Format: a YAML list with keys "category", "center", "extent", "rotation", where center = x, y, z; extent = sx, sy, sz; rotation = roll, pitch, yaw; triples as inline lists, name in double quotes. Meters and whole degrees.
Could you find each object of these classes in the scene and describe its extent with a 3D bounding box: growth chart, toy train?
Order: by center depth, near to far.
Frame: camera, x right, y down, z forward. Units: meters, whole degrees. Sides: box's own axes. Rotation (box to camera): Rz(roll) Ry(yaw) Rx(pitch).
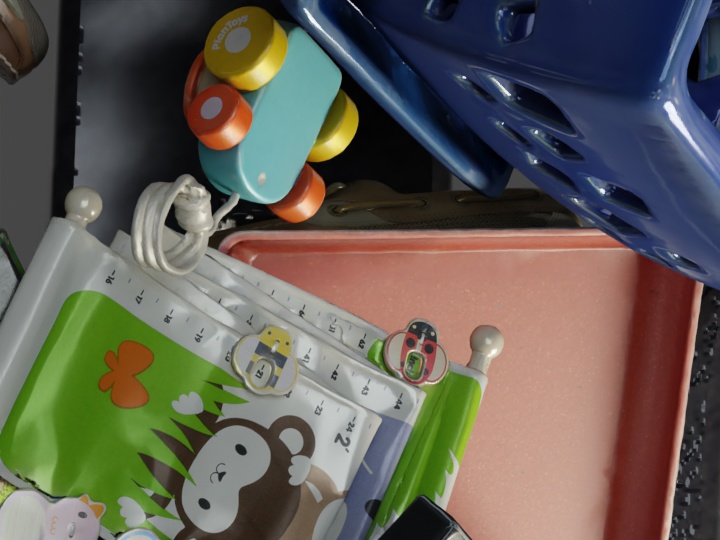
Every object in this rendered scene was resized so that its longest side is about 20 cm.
- category: "toy train"
  center: [-0.057, -0.107, 0.801]
  extent: [0.150, 0.055, 0.202]
  rotation: [-19, 117, -49]
- category: "growth chart"
  center: [-0.048, 0.058, 0.819]
  extent: [0.199, 0.018, 0.146]
  rotation: [21, 71, -21]

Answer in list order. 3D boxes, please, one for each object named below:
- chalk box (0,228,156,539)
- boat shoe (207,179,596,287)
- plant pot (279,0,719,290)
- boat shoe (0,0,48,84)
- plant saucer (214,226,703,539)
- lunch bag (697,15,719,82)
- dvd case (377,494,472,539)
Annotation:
- category: "chalk box"
  center: [-0.169, 0.067, 0.851]
  extent: [0.124, 0.124, 0.201]
  rotation: [-26, 88, -16]
- category: "boat shoe"
  center: [0.000, 0.000, 0.940]
  extent: [0.198, 0.072, 0.065]
  rotation: [-1, 47, -13]
- category: "plant pot"
  center: [0.093, -0.121, 0.801]
  extent: [0.179, 0.200, 0.201]
  rotation: [14, 76, 32]
- category: "boat shoe"
  center: [-0.216, -0.131, 0.899]
  extent: [0.199, 0.076, 0.072]
  rotation: [35, 79, 3]
- category: "plant saucer"
  center: [0.032, 0.072, 0.909]
  extent: [0.198, 0.037, 0.201]
  rotation: [-1, 111, -14]
- category: "lunch bag"
  center: [0.195, -0.084, 0.952]
  extent: [0.082, 0.161, 0.202]
  rotation: [-2, 83, 24]
- category: "dvd case"
  center: [0.012, 0.181, 0.846]
  extent: [0.150, 0.200, 0.025]
  rotation: [-46, 55, -6]
